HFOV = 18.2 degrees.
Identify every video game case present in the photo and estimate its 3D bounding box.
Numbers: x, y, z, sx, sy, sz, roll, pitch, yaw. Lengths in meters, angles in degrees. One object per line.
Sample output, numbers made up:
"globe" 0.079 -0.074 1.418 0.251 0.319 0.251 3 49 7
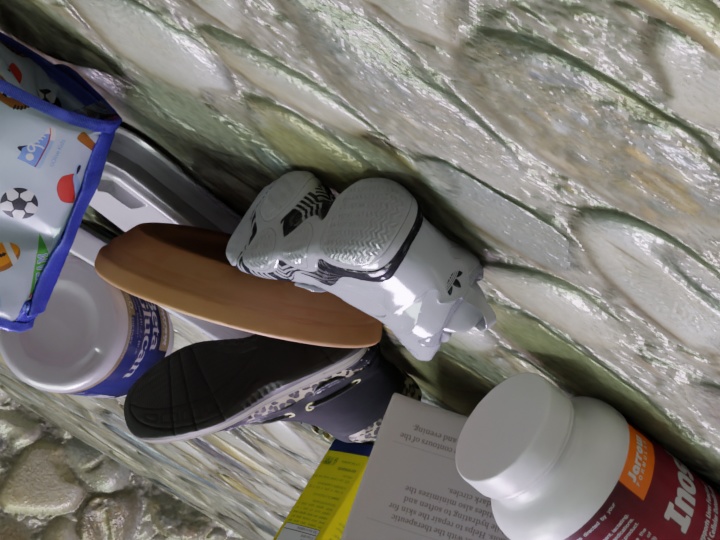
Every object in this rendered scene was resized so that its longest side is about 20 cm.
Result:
"video game case" -0.157 0.014 1.822 0.200 0.023 0.182 30 -179 6

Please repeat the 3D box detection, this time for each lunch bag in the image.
"lunch bag" -0.270 -0.074 1.486 0.200 0.170 0.124 28 -161 10

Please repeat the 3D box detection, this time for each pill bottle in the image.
"pill bottle" 0.162 0.157 1.506 0.200 0.113 0.113 38 166 -26
"pill bottle" -0.221 0.051 1.877 0.111 0.111 0.200 29 -179 12

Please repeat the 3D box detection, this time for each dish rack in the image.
"dish rack" -0.146 -0.037 1.660 0.200 0.044 0.171 38 165 -27

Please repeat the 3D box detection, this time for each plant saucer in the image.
"plant saucer" -0.079 0.006 1.512 0.200 0.038 0.200 15 -172 -2

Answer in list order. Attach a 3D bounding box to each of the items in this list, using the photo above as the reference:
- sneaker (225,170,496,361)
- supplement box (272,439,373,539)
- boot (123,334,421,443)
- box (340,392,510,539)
"sneaker" 0.000 0.000 1.384 0.115 0.075 0.200 41 161 -25
"supplement box" -0.016 0.276 2.155 0.109 0.200 0.109 37 167 -18
"boot" -0.062 0.101 1.720 0.154 0.203 0.074 45 -154 -57
"box" 0.092 0.220 1.693 0.198 0.172 0.200 17 164 8
